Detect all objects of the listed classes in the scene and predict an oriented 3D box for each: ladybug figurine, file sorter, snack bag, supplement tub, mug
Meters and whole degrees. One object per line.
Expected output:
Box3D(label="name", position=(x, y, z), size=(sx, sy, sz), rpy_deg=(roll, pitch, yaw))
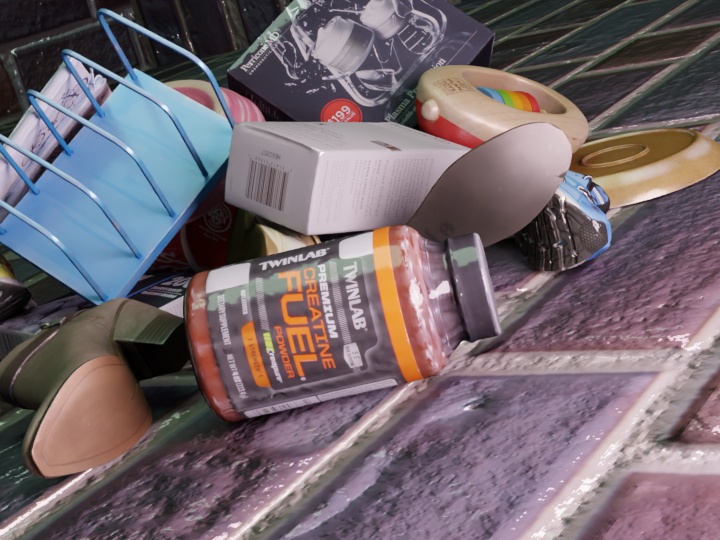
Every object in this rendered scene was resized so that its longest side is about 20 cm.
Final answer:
Box3D(label="ladybug figurine", position=(0.125, -0.135, 1.227), size=(0.200, 0.072, 0.136), rpy_deg=(1, 33, -41))
Box3D(label="file sorter", position=(-0.217, -0.096, 1.108), size=(0.139, 0.123, 0.200), rpy_deg=(30, 73, 24))
Box3D(label="snack bag", position=(-0.291, -0.105, 1.211), size=(0.189, 0.021, 0.200), rpy_deg=(-56, 0, -6))
Box3D(label="supplement tub", position=(-0.010, 0.031, 0.888), size=(0.200, 0.107, 0.107), rpy_deg=(-14, 15, 7))
Box3D(label="mug", position=(-0.196, -0.061, 1.332), size=(0.200, 0.134, 0.177), rpy_deg=(8, 20, 39))

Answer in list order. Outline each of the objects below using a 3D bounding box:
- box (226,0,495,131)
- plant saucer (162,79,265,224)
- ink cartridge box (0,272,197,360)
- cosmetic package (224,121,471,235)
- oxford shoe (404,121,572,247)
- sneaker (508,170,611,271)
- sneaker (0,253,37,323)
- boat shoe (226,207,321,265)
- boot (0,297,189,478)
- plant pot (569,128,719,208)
Box3D(label="box", position=(0.001, -0.191, 1.319), size=(0.200, 0.182, 0.104), rpy_deg=(-50, -14, -18))
Box3D(label="plant saucer", position=(-0.186, -0.114, 1.237), size=(0.200, 0.051, 0.201), rpy_deg=(-13, 40, 11))
Box3D(label="ink cartridge box", position=(-0.200, 0.035, 1.185), size=(0.200, 0.043, 0.198), rpy_deg=(-26, 17, -36))
Box3D(label="cosmetic package", position=(-0.006, -0.080, 1.104), size=(0.102, 0.074, 0.200), rpy_deg=(23, 20, 36))
Box3D(label="oxford shoe", position=(0.078, -0.044, 1.022), size=(0.200, 0.071, 0.071), rpy_deg=(-41, 6, 14))
Box3D(label="sneaker", position=(0.166, -0.057, 1.085), size=(0.090, 0.079, 0.200), rpy_deg=(-11, 17, -8))
Box3D(label="sneaker", position=(-0.358, 0.013, 1.234), size=(0.078, 0.090, 0.200), rpy_deg=(-32, 0, -13))
Box3D(label="boat shoe", position=(-0.069, -0.018, 1.109), size=(0.066, 0.074, 0.200), rpy_deg=(11, 17, -16))
Box3D(label="boot", position=(-0.213, 0.084, 0.958), size=(0.146, 0.070, 0.200), rpy_deg=(-4, 23, 35))
Box3D(label="plant pot", position=(0.241, -0.098, 1.250), size=(0.200, 0.028, 0.200), rpy_deg=(-14, 16, 4))
